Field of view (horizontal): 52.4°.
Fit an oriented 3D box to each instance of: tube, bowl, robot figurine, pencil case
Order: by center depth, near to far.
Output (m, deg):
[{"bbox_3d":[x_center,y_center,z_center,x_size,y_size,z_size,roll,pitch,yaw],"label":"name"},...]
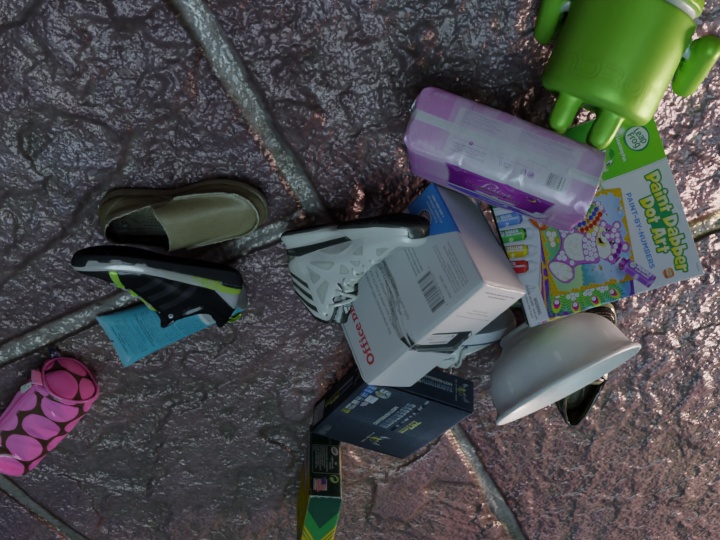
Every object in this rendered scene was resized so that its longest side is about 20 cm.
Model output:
[{"bbox_3d":[0.251,-0.220,0.707,0.175,0.116,0.201,25,103,13],"label":"robot figurine"},{"bbox_3d":[0.238,0.108,0.916,0.200,0.091,0.201,-23,159,-9],"label":"bowl"},{"bbox_3d":[-0.242,0.061,0.940,0.199,0.050,0.078,-21,102,15],"label":"tube"},{"bbox_3d":[-0.447,0.201,1.003,0.200,0.091,0.093,-47,152,24],"label":"pencil case"}]

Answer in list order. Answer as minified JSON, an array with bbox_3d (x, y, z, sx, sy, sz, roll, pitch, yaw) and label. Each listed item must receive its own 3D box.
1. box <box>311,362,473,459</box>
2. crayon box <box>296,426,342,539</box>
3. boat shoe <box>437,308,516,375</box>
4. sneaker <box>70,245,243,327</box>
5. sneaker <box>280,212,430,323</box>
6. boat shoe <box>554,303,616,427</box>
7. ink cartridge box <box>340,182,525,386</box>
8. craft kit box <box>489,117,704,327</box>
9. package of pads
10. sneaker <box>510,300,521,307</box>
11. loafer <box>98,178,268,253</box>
[{"bbox_3d":[0.040,0.191,1.014,0.157,0.051,0.200,20,142,-18],"label":"box"},{"bbox_3d":[-0.066,0.354,1.114,0.050,0.127,0.201,6,127,-8],"label":"crayon box"},{"bbox_3d":[0.110,0.102,0.975,0.200,0.075,0.087,-12,126,8],"label":"boat shoe"},{"bbox_3d":[-0.228,0.026,0.833,0.199,0.072,0.083,11,97,-23],"label":"sneaker"},{"bbox_3d":[0.000,0.000,0.835,0.199,0.075,0.116,-5,97,38],"label":"sneaker"},{"bbox_3d":[0.318,0.134,1.017,0.073,0.065,0.201,-1,126,-3],"label":"boat shoe"},{"bbox_3d":[0.069,0.023,0.852,0.084,0.145,0.200,12,135,-43],"label":"ink cartridge box"},{"bbox_3d":[0.253,-0.060,0.821,0.196,0.049,0.201,-19,89,6],"label":"craft kit box"},{"bbox_3d":[0.143,-0.112,0.753,0.199,0.120,0.076,22,88,9],"label":"package of pads"},{"bbox_3d":[0.192,0.012,0.895,0.198,0.090,0.068,0,91,-8],"label":"sneaker"},{"bbox_3d":[-0.205,-0.055,0.842,0.198,0.068,0.076,-5,129,3],"label":"loafer"}]
